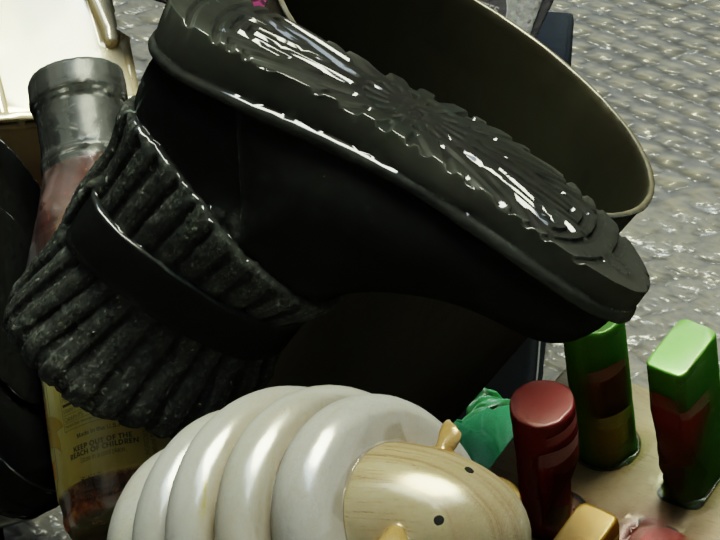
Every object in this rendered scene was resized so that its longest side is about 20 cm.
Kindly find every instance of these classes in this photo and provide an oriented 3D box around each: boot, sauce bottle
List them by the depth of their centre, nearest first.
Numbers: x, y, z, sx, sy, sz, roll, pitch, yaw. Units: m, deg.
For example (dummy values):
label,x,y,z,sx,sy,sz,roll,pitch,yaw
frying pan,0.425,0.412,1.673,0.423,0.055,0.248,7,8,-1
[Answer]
label,x,y,z,sx,sy,sz,roll,pitch,yaw
boot,-0.015,0.008,1.063,0.211,0.158,0.079,30,21,11
sauce bottle,-0.100,0.011,1.168,0.066,0.066,0.200,-4,65,-13

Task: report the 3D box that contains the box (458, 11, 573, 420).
label,x,y,z,sx,sy,sz,roll,pitch,yaw
box,0.044,-0.030,1.430,0.107,0.149,0.200,5,25,4

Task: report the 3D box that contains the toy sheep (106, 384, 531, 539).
label,x,y,z,sx,sy,sz,roll,pitch,yaw
toy sheep,-0.021,0.105,1.026,0.200,0.138,0.138,-20,7,40

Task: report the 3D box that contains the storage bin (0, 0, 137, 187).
label,x,y,z,sx,sy,sz,roll,pitch,yaw
storage bin,-0.211,-0.050,1.360,0.198,0.200,0.094,-5,59,-12

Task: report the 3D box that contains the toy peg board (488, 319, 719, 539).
label,x,y,z,sx,sy,sz,roll,pitch,yaw
toy peg board,0.114,0.110,1.102,0.200,0.098,0.199,20,51,28

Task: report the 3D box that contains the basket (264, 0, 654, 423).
label,x,y,z,sx,sy,sz,roll,pitch,yaw
basket,0.000,0.000,1.187,0.180,0.200,0.136,40,31,21

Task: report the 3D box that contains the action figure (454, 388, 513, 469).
label,x,y,z,sx,sy,sz,roll,pitch,yaw
action figure,0.077,0.107,1.245,0.118,0.055,0.200,-4,30,-10

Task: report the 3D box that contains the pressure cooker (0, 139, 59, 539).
label,x,y,z,sx,sy,sz,roll,pitch,yaw
pressure cooker,-0.226,0.042,1.198,0.200,0.176,0.179,-17,25,17

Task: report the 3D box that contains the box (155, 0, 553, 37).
label,x,y,z,sx,sy,sz,roll,pitch,yaw
box,-0.011,-0.170,1.330,0.200,0.132,0.115,17,18,-24
